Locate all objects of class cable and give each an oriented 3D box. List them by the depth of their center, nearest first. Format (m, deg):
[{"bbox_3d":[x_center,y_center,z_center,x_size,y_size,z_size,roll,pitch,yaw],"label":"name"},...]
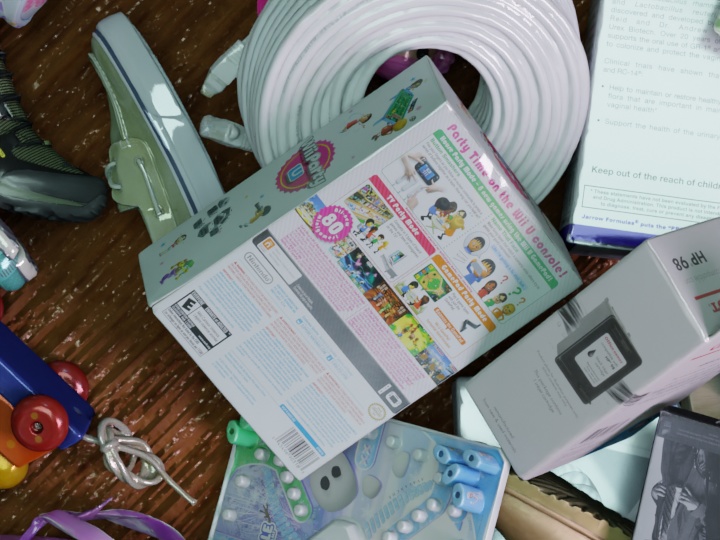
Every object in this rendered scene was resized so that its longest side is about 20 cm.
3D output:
[{"bbox_3d":[0.031,-0.103,1.666,0.200,0.069,0.200,27,113,-24],"label":"cable"}]

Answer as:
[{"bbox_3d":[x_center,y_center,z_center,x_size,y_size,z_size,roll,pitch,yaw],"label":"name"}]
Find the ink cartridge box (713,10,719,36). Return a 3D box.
[{"bbox_3d":[0.300,-0.149,1.709,0.200,0.048,0.146,37,68,-38],"label":"ink cartridge box"}]

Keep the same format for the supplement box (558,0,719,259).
[{"bbox_3d":[0.179,-0.106,1.725,0.103,0.101,0.201,7,88,1],"label":"supplement box"}]

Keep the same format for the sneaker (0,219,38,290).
[{"bbox_3d":[-0.269,-0.018,1.710,0.200,0.078,0.080,17,65,35],"label":"sneaker"}]

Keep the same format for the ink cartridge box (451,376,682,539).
[{"bbox_3d":[0.156,0.157,1.742,0.199,0.041,0.201,-4,87,0],"label":"ink cartridge box"}]

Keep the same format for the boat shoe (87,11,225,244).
[{"bbox_3d":[-0.118,-0.054,1.742,0.062,0.072,0.200,-26,90,-3],"label":"boat shoe"}]

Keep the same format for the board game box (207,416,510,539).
[{"bbox_3d":[-0.022,0.178,1.692,0.200,0.026,0.201,13,87,40],"label":"board game box"}]

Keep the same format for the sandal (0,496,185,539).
[{"bbox_3d":[-0.138,0.157,1.714,0.202,0.082,0.050,2,88,18],"label":"sandal"}]

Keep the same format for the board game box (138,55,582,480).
[{"bbox_3d":[0.000,0.000,1.640,0.200,0.064,0.148,-34,120,8],"label":"board game box"}]

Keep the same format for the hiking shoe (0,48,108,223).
[{"bbox_3d":[-0.230,-0.101,1.744,0.200,0.076,0.101,27,91,3],"label":"hiking shoe"}]

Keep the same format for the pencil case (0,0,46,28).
[{"bbox_3d":[-0.256,-0.230,1.747,0.200,0.083,0.091,35,104,2],"label":"pencil case"}]

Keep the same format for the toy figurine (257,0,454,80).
[{"bbox_3d":[0.022,-0.175,1.735,0.200,0.150,0.184,22,101,-18],"label":"toy figurine"}]

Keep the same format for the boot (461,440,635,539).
[{"bbox_3d":[0.088,0.221,1.692,0.175,0.066,0.200,30,96,-3],"label":"boot"}]

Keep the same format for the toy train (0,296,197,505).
[{"bbox_3d":[-0.208,0.109,1.739,0.200,0.085,0.116,44,105,-7],"label":"toy train"}]

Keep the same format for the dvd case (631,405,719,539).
[{"bbox_3d":[0.215,0.191,1.624,0.150,0.025,0.201,16,102,23],"label":"dvd case"}]

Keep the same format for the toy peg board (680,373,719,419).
[{"bbox_3d":[0.302,0.114,1.689,0.199,0.098,0.200,-9,89,-14],"label":"toy peg board"}]

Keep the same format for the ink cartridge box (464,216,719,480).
[{"bbox_3d":[0.167,0.030,1.624,0.200,0.116,0.067,-41,74,38],"label":"ink cartridge box"}]
